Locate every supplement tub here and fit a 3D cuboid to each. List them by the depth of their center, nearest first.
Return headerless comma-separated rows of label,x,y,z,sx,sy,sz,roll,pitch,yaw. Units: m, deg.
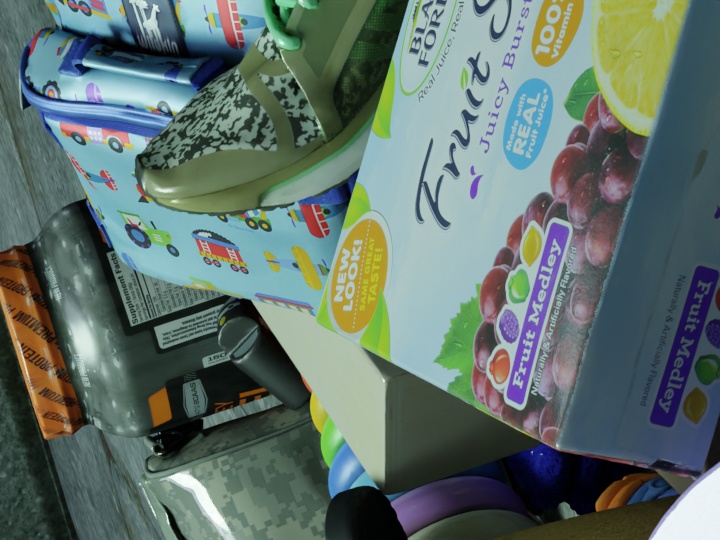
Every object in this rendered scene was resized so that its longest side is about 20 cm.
supplement tub,-0.076,0.009,1.152,0.123,0.199,0.123,163,90,-81

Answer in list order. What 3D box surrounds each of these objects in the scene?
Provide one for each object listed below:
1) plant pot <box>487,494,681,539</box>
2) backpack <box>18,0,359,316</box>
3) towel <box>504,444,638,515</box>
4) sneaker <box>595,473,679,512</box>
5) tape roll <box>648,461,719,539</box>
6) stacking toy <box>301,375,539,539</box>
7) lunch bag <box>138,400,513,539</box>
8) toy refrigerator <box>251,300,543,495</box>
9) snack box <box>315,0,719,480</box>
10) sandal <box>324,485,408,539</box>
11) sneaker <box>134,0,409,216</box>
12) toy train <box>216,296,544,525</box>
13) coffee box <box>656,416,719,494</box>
plant pot,0.088,0.152,0.731,0.186,0.200,0.187,50,-160,-26
backpack,-0.044,-0.098,0.860,0.182,0.135,0.200,16,146,30
towel,0.053,-0.002,0.984,0.148,0.049,0.200,83,160,-45
sneaker,0.148,0.163,0.821,0.078,0.075,0.200,-21,98,55
tape roll,0.159,0.121,0.560,0.200,0.066,0.201,19,119,39
stacking toy,0.009,0.067,1.008,0.085,0.085,0.200,87,162,-50
lunch bag,-0.007,0.153,1.177,0.139,0.167,0.201,167,83,-75
toy refrigerator,0.000,0.000,0.956,0.200,0.076,0.070,-128,28,-45
snack box,0.064,-0.060,0.630,0.142,0.053,0.201,25,99,62
sandal,0.024,0.181,0.899,0.200,0.045,0.075,66,-163,-1
sneaker,-0.001,-0.099,0.727,0.089,0.200,0.077,49,-174,-31
toy train,0.013,0.079,1.086,0.200,0.034,0.046,38,-158,-11
coffee box,0.092,-0.024,0.747,0.200,0.080,0.115,-134,28,-57
